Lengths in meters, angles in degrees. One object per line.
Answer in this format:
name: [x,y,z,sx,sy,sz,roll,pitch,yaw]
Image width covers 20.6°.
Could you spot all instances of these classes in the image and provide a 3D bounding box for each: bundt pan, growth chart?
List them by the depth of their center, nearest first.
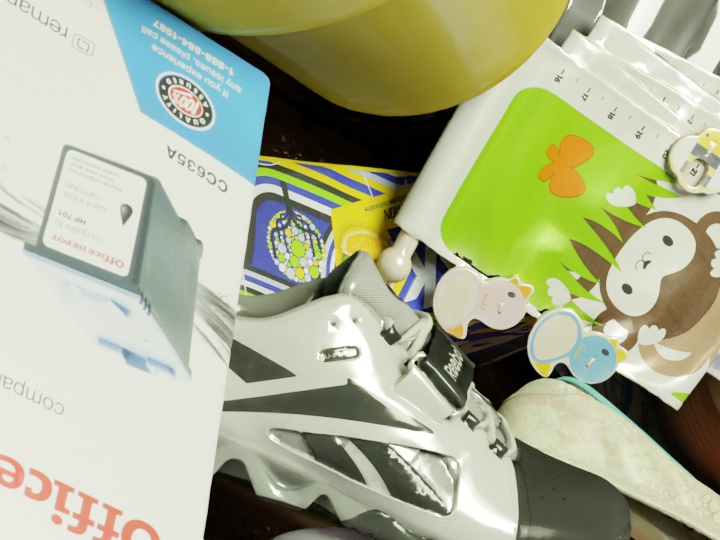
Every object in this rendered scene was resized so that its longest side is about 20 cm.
growth chart: [0.116,-0.019,0.775,0.198,0.018,0.146,21,93,-12]
bundt pan: [0.076,-0.089,0.858,0.201,0.201,0.076,33,74,-27]

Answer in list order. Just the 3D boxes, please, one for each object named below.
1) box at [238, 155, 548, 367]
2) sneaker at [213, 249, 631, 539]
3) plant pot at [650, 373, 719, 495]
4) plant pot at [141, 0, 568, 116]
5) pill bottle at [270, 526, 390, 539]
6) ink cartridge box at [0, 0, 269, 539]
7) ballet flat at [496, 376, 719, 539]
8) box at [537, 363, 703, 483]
box: [0.000,0.000,0.807,0.199,0.070,0.065,2,69,-44]
sneaker: [0.010,0.044,0.687,0.198,0.089,0.074,18,7,-10]
plant pot: [0.197,0.048,0.900,0.200,0.092,0.202,23,52,-33]
plant pot: [-0.005,-0.153,0.689,0.189,0.199,0.202,48,31,-58]
pill bottle: [-0.019,0.189,0.643,0.112,0.112,0.201,35,46,-25]
ink cartridge box: [-0.114,0.003,0.578,0.146,0.086,0.201,30,47,-31]
ballet flat: [0.128,0.118,0.749,0.199,0.068,0.062,33,52,14]
box: [0.151,0.056,0.949,0.199,0.041,0.120,29,49,-27]
